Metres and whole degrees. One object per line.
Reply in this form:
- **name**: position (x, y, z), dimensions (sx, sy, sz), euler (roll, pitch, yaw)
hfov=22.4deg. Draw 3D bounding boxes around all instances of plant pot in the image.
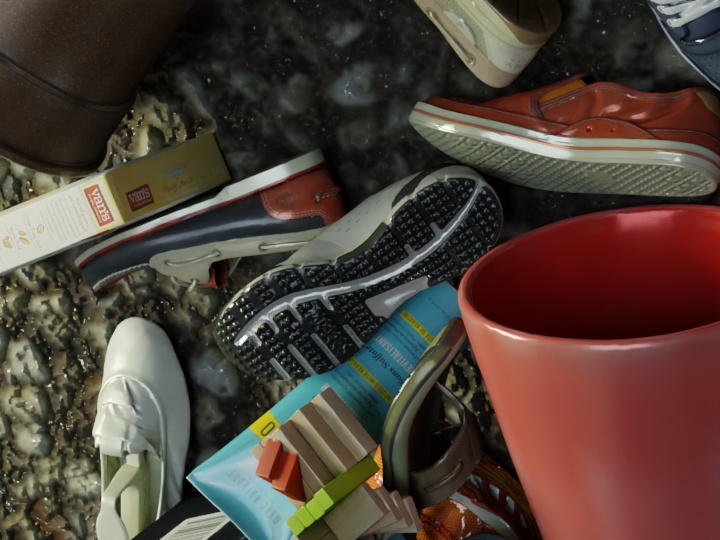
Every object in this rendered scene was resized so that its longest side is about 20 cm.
- **plant pot**: position (0.166, 0.079, 1.047), dimensions (0.200, 0.200, 0.178), euler (0, 113, 24)
- **plant pot**: position (-0.180, -0.196, 1.124), dimensions (0.200, 0.200, 0.198), euler (46, 110, 6)

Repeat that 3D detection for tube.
- **tube**: position (-0.010, 0.086, 1.137), dimensions (0.077, 0.050, 0.200), euler (43, 81, 13)

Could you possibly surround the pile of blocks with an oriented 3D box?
- **pile of blocks**: position (-0.008, 0.173, 1.070), dimensions (0.082, 0.062, 0.200), euler (-12, 103, 43)

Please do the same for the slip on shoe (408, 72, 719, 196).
- **slip on shoe**: position (0.124, -0.086, 1.088), dimensions (0.199, 0.074, 0.061), euler (6, 72, 29)

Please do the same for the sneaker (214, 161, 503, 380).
- **sneaker**: position (0.000, 0.000, 1.132), dimensions (0.200, 0.080, 0.074), euler (-29, 106, 10)

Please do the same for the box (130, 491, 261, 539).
- **box**: position (-0.075, 0.259, 1.189), dimensions (0.123, 0.200, 0.199), euler (-14, 99, 26)

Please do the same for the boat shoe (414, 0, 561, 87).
- **boat shoe**: position (0.037, -0.196, 1.088), dimensions (0.200, 0.072, 0.065), euler (51, 139, 13)

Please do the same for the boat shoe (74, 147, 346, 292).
- **boat shoe**: position (-0.099, -0.019, 1.200), dimensions (0.200, 0.071, 0.063), euler (-20, 98, 23)

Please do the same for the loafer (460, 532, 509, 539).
- **loafer**: position (0.059, 0.229, 1.145), dimensions (0.072, 0.063, 0.200), euler (39, 149, 7)

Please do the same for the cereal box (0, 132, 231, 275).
- **cereal box**: position (-0.201, -0.031, 1.197), dimensions (0.200, 0.144, 0.040), euler (-19, 96, 28)

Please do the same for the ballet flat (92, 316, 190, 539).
- **ballet flat**: position (-0.157, 0.135, 1.267), dimensions (0.069, 0.069, 0.201), euler (7, 107, 22)

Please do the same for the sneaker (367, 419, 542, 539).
- **sneaker**: position (0.089, 0.178, 1.176), dimensions (0.200, 0.073, 0.077), euler (43, 131, 16)

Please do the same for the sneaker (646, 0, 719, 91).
- **sneaker**: position (0.170, -0.176, 1.011), dimensions (0.070, 0.108, 0.200), euler (-28, 92, 28)

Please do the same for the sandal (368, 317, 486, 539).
- **sandal**: position (0.046, 0.115, 1.100), dimensions (0.057, 0.080, 0.201), euler (17, 122, 15)
